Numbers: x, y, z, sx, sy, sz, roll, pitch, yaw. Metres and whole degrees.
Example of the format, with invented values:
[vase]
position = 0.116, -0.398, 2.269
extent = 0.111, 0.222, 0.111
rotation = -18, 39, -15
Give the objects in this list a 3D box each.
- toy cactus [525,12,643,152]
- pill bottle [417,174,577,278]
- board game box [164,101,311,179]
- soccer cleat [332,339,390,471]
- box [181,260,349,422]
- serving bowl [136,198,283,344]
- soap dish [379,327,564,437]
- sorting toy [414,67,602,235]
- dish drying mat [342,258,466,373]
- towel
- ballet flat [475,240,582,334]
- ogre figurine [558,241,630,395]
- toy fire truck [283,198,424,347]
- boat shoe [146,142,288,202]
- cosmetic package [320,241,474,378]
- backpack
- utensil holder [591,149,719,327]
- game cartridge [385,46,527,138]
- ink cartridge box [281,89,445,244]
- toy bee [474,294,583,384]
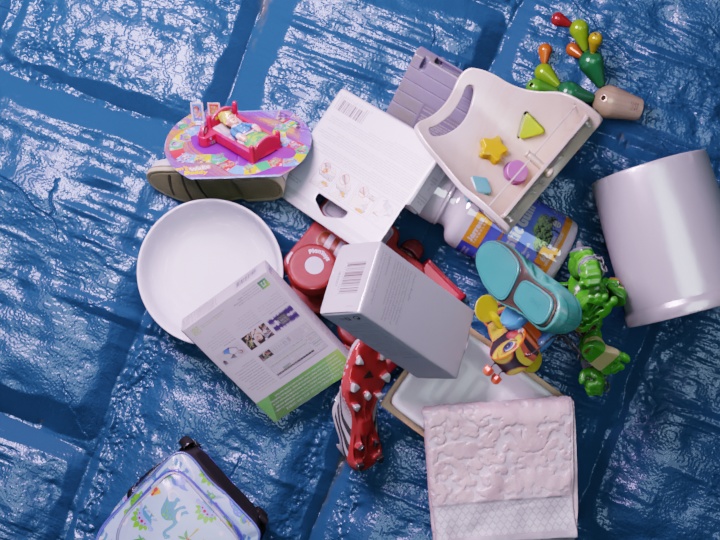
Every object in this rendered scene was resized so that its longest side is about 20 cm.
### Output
[toy cactus]
position = 0.311, -0.245, 1.524
extent = 0.164, 0.102, 0.201
rotation = 11, 80, -8
[pill bottle]
position = 0.183, -0.063, 1.503
extent = 0.200, 0.112, 0.112
rotation = 29, 89, 1
[board game box]
position = -0.167, -0.187, 1.495
extent = 0.199, 0.158, 0.039
rotation = -2, 131, -1
[soccer cleat]
position = -0.006, 0.174, 1.488
extent = 0.068, 0.085, 0.201
rotation = -13, 115, -28
[box]
position = -0.121, 0.098, 1.483
extent = 0.144, 0.036, 0.200
rotation = -34, 116, 13
[serving bowl]
position = -0.203, 0.003, 1.530
extent = 0.199, 0.066, 0.201
rotation = 0, 88, 2
[soap dish]
position = 0.151, 0.176, 1.512
extent = 0.200, 0.081, 0.158
rotation = 36, 89, 1
[sorting toy]
position = 0.169, -0.164, 1.413
extent = 0.180, 0.107, 0.200
rotation = 41, 74, 4
[dish drying mat]
position = 0.051, 0.080, 1.548
extent = 0.077, 0.018, 0.200
rotation = 45, 89, 3
[towel]
position = 0.185, 0.265, 1.453
extent = 0.199, 0.032, 0.192
rotation = -4, 89, -1
[ballet flat]
position = 0.213, 0.026, 1.389
extent = 0.070, 0.200, 0.067
rotation = 20, 106, -29
[ogre figurine]
position = 0.292, 0.049, 1.419
extent = 0.098, 0.120, 0.200
rotation = -23, 122, 17
[toy fire truck]
position = 0.000, 0.000, 1.506
extent = 0.200, 0.112, 0.168
rotation = 33, 70, 11
[boat shoe]
position = -0.195, -0.138, 1.536
extent = 0.199, 0.075, 0.069
rotation = 4, 57, 11
[cosmetic package]
position = 0.050, 0.053, 1.395
extent = 0.200, 0.074, 0.102
rotation = 38, 61, -38
[backpack]
position = -0.250, 0.358, 1.481
extent = 0.200, 0.147, 0.183
rotation = -45, 86, 2
[utensil holder]
position = 0.411, -0.042, 1.472
extent = 0.169, 0.170, 0.201
rotation = -15, 87, 0
[game cartridge]
position = 0.139, -0.203, 1.511
extent = 0.200, 0.130, 0.038
rotation = 31, 46, 2
[ink cartridge box]
position = 0.003, -0.129, 1.496
extent = 0.200, 0.044, 0.174
rotation = 35, 91, 32
[toy bee]
position = 0.192, 0.088, 1.432
extent = 0.109, 0.200, 0.131
rotation = -41, 93, 2
